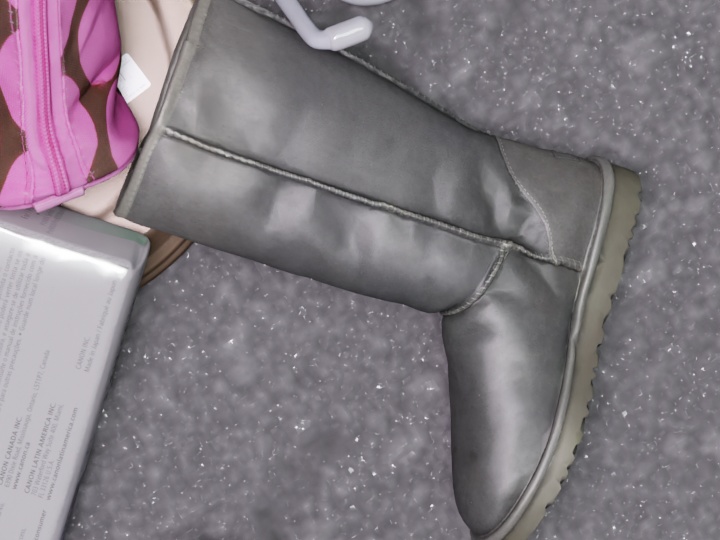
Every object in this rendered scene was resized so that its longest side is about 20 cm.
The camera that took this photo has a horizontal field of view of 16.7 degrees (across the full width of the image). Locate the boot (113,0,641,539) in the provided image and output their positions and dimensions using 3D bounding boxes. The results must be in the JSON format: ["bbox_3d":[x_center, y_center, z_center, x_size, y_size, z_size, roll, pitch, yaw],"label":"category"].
[{"bbox_3d":[-0.001,0.001,0.975,0.199,0.073,0.183,18,77,-19],"label":"boot"}]

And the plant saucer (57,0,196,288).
[{"bbox_3d":[-0.143,-0.078,1.004,0.199,0.029,0.201,0,91,-3],"label":"plant saucer"}]

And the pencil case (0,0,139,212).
[{"bbox_3d":[-0.124,-0.117,0.902,0.090,0.094,0.201,-18,128,-22],"label":"pencil case"}]

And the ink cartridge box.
[{"bbox_3d":[-0.201,0.035,0.980,0.199,0.050,0.162,18,105,-1],"label":"ink cartridge box"}]

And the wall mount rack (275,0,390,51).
[{"bbox_3d":[0.038,-0.172,0.932,0.173,0.201,0.075,-27,51,-11],"label":"wall mount rack"}]
